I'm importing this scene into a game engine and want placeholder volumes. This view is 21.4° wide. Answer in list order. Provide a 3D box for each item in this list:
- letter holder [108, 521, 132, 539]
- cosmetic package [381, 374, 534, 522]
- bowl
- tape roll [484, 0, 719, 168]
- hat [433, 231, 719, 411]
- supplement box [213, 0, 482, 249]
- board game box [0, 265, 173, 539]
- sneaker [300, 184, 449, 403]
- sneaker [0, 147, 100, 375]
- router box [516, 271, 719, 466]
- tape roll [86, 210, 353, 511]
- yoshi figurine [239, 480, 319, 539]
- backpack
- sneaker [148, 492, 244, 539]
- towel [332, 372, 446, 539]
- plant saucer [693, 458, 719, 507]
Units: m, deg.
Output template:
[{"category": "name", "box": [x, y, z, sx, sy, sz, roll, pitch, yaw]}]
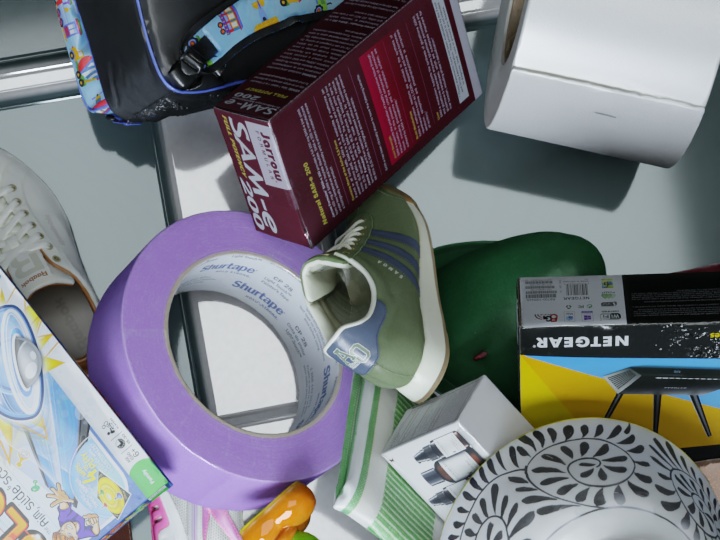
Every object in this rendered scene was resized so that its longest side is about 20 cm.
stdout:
[{"category": "letter holder", "box": [-0.237, 0.192, 1.342, 0.100, 0.142, 0.202, -14, 79, 26]}, {"category": "cosmetic package", "box": [0.111, 0.166, 1.271, 0.200, 0.082, 0.051, 47, 49, -14]}, {"category": "bowl", "box": [0.151, 0.202, 1.191, 0.199, 0.094, 0.203, -2, 102, -9]}, {"category": "tape roll", "box": [0.177, -0.185, 1.359, 0.138, 0.203, 0.205, 11, 82, -3]}, {"category": "hat", "box": [0.135, -0.009, 1.318, 0.198, 0.177, 0.167, 2, 51, -16]}, {"category": "supplement box", "box": [-0.005, -0.120, 1.348, 0.200, 0.061, 0.109, -43, 131, -32]}, {"category": "board game box", "box": [-0.237, 0.105, 1.253, 0.135, 0.034, 0.200, -40, 82, -6]}, {"category": "sneaker", "box": [0.000, 0.000, 1.319, 0.089, 0.201, 0.067, 20, 125, -27]}, {"category": "sneaker", "box": [-0.236, -0.014, 1.367, 0.073, 0.085, 0.201, -35, 85, -6]}, {"category": "router box", "box": [0.203, 0.070, 1.251, 0.198, 0.150, 0.051, -2, 43, 4]}, {"category": "tape roll", "box": [-0.087, 0.062, 1.330, 0.199, 0.066, 0.202, 15, 58, -25]}, {"category": "yoshi figurine", "box": [0.014, 0.226, 1.277, 0.200, 0.112, 0.112, 49, 124, 10]}, {"category": "backpack", "box": [-0.106, -0.205, 1.375, 0.199, 0.134, 0.184, -16, 85, -38]}, {"category": "sneaker", "box": [-0.121, 0.137, 1.364, 0.088, 0.081, 0.202, -18, 91, -10]}, {"category": "towel", "box": [0.063, 0.159, 1.316, 0.023, 0.153, 0.200, -34, 119, 31]}, {"category": "plant saucer", "box": [0.250, 0.200, 1.324, 0.198, 0.201, 0.035, 1, 49, -4]}]
